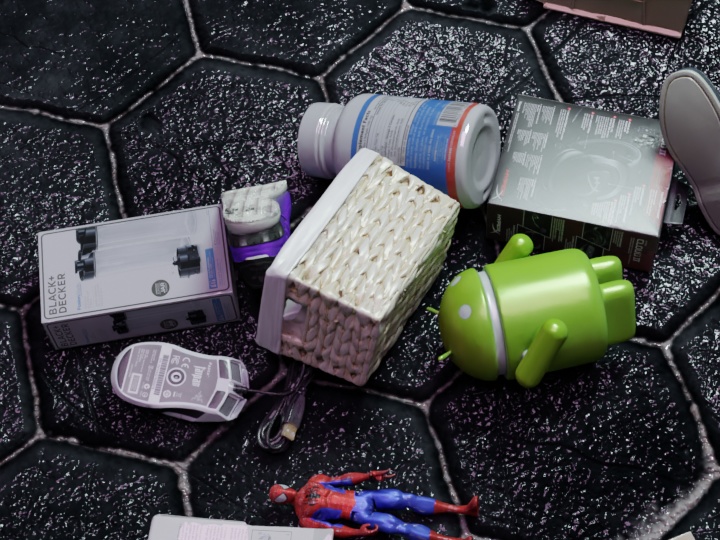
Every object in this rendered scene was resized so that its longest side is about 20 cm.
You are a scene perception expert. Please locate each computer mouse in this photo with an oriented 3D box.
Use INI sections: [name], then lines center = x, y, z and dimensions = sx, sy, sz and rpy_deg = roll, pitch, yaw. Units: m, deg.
[computer mouse]
center = -0.151, 0.118, 1.370
dimensions = 0.200, 0.044, 0.110
rpy_deg = 11, 66, 3

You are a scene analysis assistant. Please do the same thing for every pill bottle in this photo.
[pill bottle]
center = 0.039, -0.130, 1.451
dimensions = 0.200, 0.112, 0.112
rpy_deg = 9, 60, 26

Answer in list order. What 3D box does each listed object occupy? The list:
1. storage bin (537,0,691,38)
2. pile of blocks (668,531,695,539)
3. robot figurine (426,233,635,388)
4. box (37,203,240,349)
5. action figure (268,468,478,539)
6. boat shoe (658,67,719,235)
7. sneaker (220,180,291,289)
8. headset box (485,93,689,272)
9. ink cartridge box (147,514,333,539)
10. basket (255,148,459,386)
[storage bin]
center = 0.315, -0.397, 1.605
dimensions = 0.198, 0.094, 0.200
rpy_deg = 16, 63, 12
[pile of blocks]
center = 0.354, 0.290, 1.223
dimensions = 0.200, 0.062, 0.082
rpy_deg = 10, 61, 10
[robot figurine]
center = 0.168, 0.045, 1.346
dimensions = 0.200, 0.116, 0.175
rpy_deg = -11, 37, -1
[box]
center = -0.233, 0.007, 1.428
dimensions = 0.200, 0.060, 0.117
rpy_deg = -8, 60, -1
[action figure]
center = 0.010, 0.226, 1.294
dimensions = 0.200, 0.052, 0.065
rpy_deg = 5, 64, 10
[boat shoe]
center = 0.370, -0.127, 1.403
dimensions = 0.075, 0.200, 0.062
rpy_deg = -12, 27, 45
[sneaker]
center = -0.105, -0.031, 1.409
dimensions = 0.070, 0.100, 0.200
rpy_deg = -10, 15, 4
[headset box]
center = 0.247, -0.093, 1.444
dimensions = 0.200, 0.077, 0.149
rpy_deg = 12, 62, 9
[ink cartridge box]
center = -0.120, 0.330, 1.242
dimensions = 0.176, 0.045, 0.200
rpy_deg = 3, 61, 7
[basket]
center = 0.000, 0.000, 1.359
dimensions = 0.123, 0.136, 0.200
rpy_deg = 28, 53, 12
